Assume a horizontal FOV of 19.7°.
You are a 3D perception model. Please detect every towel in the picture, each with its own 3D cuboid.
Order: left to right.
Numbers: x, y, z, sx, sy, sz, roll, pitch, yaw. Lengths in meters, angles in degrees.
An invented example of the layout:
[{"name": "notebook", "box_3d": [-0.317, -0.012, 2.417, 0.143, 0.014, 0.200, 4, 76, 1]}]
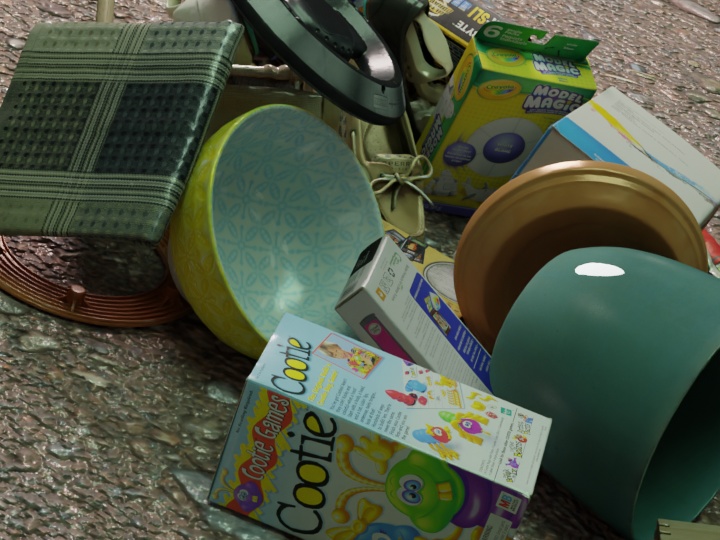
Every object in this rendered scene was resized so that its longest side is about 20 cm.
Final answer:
[{"name": "towel", "box_3d": [-0.196, -0.103, 1.553, 0.199, 0.194, 0.035, 5, -26, 31]}]

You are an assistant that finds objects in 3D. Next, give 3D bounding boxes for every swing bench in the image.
[{"name": "swing bench", "box_3d": [-0.126, -0.138, 1.729, 0.197, 0.130, 0.200, 3, 31, -7]}]

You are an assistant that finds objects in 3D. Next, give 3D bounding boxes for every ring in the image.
[{"name": "ring", "box_3d": [-0.212, -0.020, 1.610, 0.199, 0.019, 0.201, 16, 27, -8]}]

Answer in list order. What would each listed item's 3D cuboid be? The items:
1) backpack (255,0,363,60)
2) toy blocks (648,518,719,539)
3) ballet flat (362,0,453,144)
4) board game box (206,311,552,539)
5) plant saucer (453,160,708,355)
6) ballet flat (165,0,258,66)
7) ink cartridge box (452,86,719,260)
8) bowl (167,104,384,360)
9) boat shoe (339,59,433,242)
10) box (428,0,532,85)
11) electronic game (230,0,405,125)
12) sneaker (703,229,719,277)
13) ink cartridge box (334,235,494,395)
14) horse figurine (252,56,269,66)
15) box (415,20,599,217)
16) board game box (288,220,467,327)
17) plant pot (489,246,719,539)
[{"name": "backpack", "box_3d": [-0.026, -0.284, 1.992, 0.154, 0.191, 0.200, 41, 9, -8]}, {"name": "toy blocks", "box_3d": [0.206, 0.230, 1.379, 0.136, 0.101, 0.200, 6, 28, -1]}, {"name": "ballet flat", "box_3d": [0.053, -0.167, 1.867, 0.068, 0.201, 0.068, 12, 49, 30]}, {"name": "board game box", "box_3d": [0.014, 0.128, 1.402, 0.199, 0.103, 0.105, 22, 28, 3]}, {"name": "plant saucer", "box_3d": [0.172, 0.010, 1.613, 0.199, 0.201, 0.038, 16, 30, -7]}, {"name": "ballet flat", "box_3d": [-0.123, -0.208, 1.671, 0.069, 0.070, 0.200, 12, 25, -15]}, {"name": "ink cartridge box", "box_3d": [0.200, -0.042, 1.742, 0.144, 0.148, 0.200, 39, 26, 8]}, {"name": "bowl", "box_3d": [-0.082, -0.018, 1.570, 0.107, 0.201, 0.200, -13, 5, 38]}, {"name": "boat shoe", "box_3d": [0.015, -0.106, 1.795, 0.073, 0.063, 0.201, -3, 64, -39]}, {"name": "box", "box_3d": [0.098, -0.184, 1.937, 0.159, 0.200, 0.049, 35, 72, 27]}, {"name": "electronic game", "box_3d": [-0.039, -0.190, 1.633, 0.200, 0.042, 0.200, 40, 20, -17]}, {"name": "sneaker", "box_3d": [0.320, 0.023, 1.844, 0.085, 0.077, 0.200, 13, 33, -37]}, {"name": "ink cartridge box", "box_3d": [0.064, 0.072, 1.557, 0.200, 0.037, 0.095, 47, 25, -11]}, {"name": "horse figurine", "box_3d": [-0.064, -0.150, 1.908, 0.199, 0.050, 0.132, 28, 21, 21]}, {"name": "box", "box_3d": [0.126, -0.130, 1.832, 0.117, 0.201, 0.049, 8, 43, -21]}, {"name": "board game box", "box_3d": [0.000, 0.000, 1.696, 0.199, 0.035, 0.135, 30, 29, 18]}, {"name": "plant pot", "box_3d": [0.193, 0.075, 1.517, 0.161, 0.202, 0.200, 32, 30, 28]}]
